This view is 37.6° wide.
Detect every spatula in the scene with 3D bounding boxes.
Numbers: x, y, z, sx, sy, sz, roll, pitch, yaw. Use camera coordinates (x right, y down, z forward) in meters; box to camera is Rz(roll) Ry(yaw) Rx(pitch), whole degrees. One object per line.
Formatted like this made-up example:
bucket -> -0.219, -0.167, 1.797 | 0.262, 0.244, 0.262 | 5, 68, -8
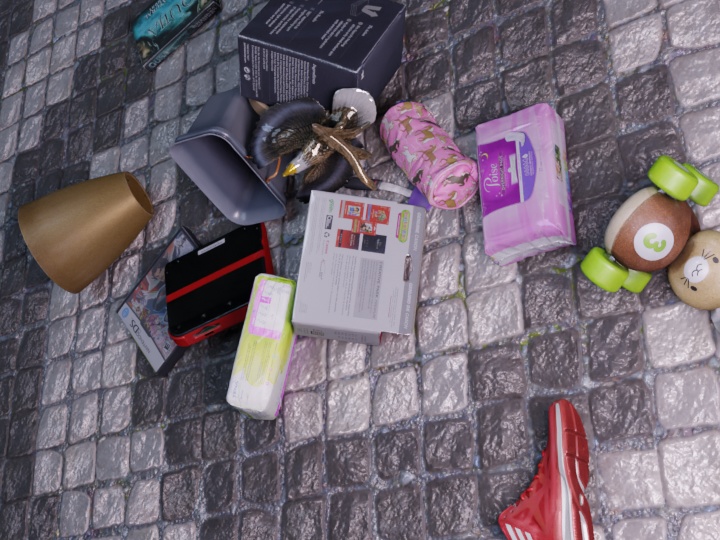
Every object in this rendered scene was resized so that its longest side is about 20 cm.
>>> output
spatula -> 0.045, -0.126, 1.617 | 0.199, 0.021, 0.057 | 14, 74, 41

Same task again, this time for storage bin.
storage bin -> -0.187, -0.194, 1.709 | 0.144, 0.200, 0.135 | -9, 48, 35

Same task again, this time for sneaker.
sneaker -> 0.217, 0.262, 1.294 | 0.115, 0.078, 0.202 | -14, 63, 31

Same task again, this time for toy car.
toy car -> 0.393, -0.007, 1.234 | 0.200, 0.157, 0.165 | 44, 113, 28

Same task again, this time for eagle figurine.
eagle figurine -> -0.067, -0.180, 1.558 | 0.200, 0.149, 0.154 | 179, 85, -68

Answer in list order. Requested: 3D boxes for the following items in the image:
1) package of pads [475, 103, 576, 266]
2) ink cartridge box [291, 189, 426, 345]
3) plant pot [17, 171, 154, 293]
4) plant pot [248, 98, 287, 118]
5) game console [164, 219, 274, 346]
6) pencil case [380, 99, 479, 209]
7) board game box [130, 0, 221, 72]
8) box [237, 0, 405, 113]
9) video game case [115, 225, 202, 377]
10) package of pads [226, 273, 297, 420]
package of pads -> 0.223, -0.115, 1.443 | 0.120, 0.075, 0.202 | -16, 63, 30
ink cartridge box -> 0.000, 0.000, 1.539 | 0.174, 0.084, 0.202 | 8, 73, 2
plant pot -> -0.481, -0.088, 1.915 | 0.199, 0.186, 0.187 | -30, 55, 8
plant pot -> -0.083, -0.266, 1.697 | 0.198, 0.093, 0.202 | 4, 45, -4
game console -> -0.233, 0.021, 1.737 | 0.199, 0.031, 0.178 | -25, 47, 14
pencil case -> 0.100, -0.169, 1.538 | 0.201, 0.082, 0.087 | 59, 137, 46
board game box -> -0.364, -0.500, 2.075 | 0.199, 0.028, 0.136 | -37, 53, 20
box -> -0.057, -0.337, 1.621 | 0.198, 0.118, 0.197 | 19, 48, 14
video game case -> -0.323, 0.051, 1.821 | 0.200, 0.025, 0.181 | -51, 50, 9
package of pads -> -0.138, 0.116, 1.568 | 0.067, 0.155, 0.202 | 11, 78, 4
